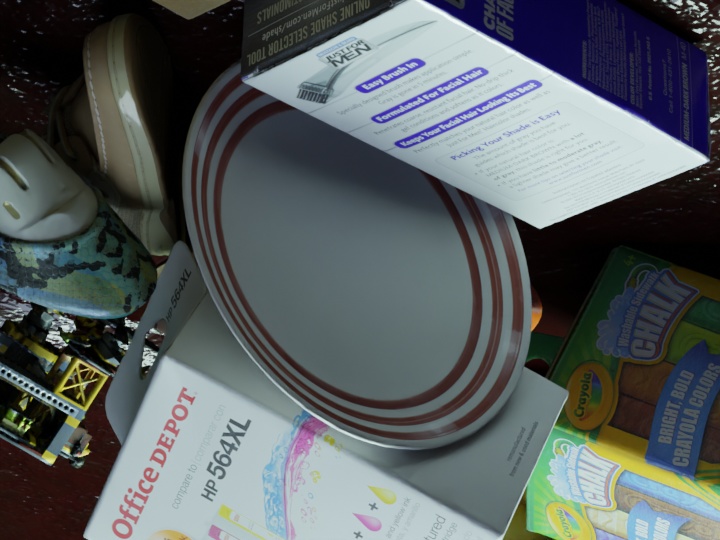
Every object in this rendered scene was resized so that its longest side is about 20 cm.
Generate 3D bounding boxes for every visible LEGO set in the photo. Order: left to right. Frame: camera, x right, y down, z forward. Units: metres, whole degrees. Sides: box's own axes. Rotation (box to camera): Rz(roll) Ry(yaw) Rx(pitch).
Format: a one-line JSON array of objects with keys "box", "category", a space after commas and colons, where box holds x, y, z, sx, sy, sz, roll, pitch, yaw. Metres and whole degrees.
[{"box": [-0.195, 0.002, 1.461, 0.200, 0.116, 0.154, 33, -177, -19], "category": "LEGO set"}]

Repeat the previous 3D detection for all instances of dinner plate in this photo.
[{"box": [-0.003, -0.010, 1.312, 0.200, 0.201, 0.024, 19, 145, -31], "category": "dinner plate"}]

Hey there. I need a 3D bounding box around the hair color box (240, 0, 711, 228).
[{"box": [0.054, -0.093, 1.299, 0.109, 0.065, 0.200, -22, 147, 40], "category": "hair color box"}]

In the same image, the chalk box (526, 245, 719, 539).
[{"box": [0.160, 0.080, 1.528, 0.199, 0.125, 0.124, 20, 149, 15], "category": "chalk box"}]

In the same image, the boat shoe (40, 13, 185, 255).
[{"box": [-0.121, -0.057, 1.368, 0.064, 0.072, 0.200, 0, 155, 1], "category": "boat shoe"}]

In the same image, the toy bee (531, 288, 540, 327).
[{"box": [0.001, 0.063, 1.477, 0.200, 0.109, 0.131, -47, 147, 2], "category": "toy bee"}]

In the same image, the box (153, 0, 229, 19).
[{"box": [-0.087, -0.176, 1.181, 0.163, 0.021, 0.200, -21, 146, 38], "category": "box"}]

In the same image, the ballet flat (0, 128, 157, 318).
[{"box": [-0.181, -0.046, 1.329, 0.199, 0.074, 0.074, 27, 158, 14], "category": "ballet flat"}]

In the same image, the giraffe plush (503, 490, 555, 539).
[{"box": [0.104, 0.165, 1.743, 0.200, 0.173, 0.162, -26, 166, 25], "category": "giraffe plush"}]

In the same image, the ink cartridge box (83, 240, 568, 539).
[{"box": [-0.028, 0.086, 1.353, 0.199, 0.125, 0.129, 28, 125, 2], "category": "ink cartridge box"}]

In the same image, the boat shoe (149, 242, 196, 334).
[{"box": [-0.046, 0.001, 1.453, 0.070, 0.070, 0.200, -32, -179, -28], "category": "boat shoe"}]
